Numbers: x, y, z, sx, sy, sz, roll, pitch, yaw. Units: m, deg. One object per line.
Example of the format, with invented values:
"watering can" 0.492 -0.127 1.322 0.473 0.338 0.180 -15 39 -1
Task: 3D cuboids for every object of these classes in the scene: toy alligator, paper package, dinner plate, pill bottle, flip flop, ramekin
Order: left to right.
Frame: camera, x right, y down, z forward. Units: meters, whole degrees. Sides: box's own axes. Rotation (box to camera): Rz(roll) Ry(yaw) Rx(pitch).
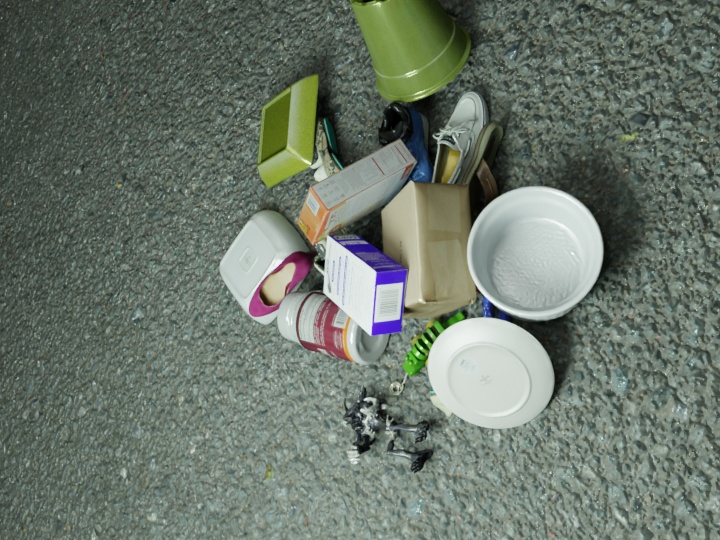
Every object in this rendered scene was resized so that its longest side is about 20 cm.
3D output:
"pill bottle" -0.053 0.100 1.395 0.198 0.114 0.116 10 84 39
"toy alligator" 0.104 0.145 1.299 0.200 0.054 0.059 -50 54 17
"paper package" 0.108 -0.028 1.256 0.191 0.102 0.203 142 127 -70
"flip flop" 0.215 -0.156 1.285 0.057 0.081 0.202 17 84 24
"dinner plate" 0.199 0.166 1.163 0.197 0.024 0.203 8 116 17
"ramekin" 0.267 -0.018 1.152 0.197 0.098 0.203 -4 74 13

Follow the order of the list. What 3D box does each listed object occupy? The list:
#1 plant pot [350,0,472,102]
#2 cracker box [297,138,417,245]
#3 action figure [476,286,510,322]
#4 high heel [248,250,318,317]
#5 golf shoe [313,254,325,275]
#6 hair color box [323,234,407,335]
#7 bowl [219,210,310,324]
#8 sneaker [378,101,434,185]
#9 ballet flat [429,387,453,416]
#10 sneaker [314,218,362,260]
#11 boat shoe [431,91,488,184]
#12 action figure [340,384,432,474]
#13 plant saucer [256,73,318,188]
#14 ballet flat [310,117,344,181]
"plant pot" 0.074 -0.442 1.347 0.198 0.190 0.202 -18 49 22
"cracker box" -0.008 -0.136 1.309 0.058 0.199 0.134 54 155 11
"action figure" 0.225 0.028 1.242 0.065 0.051 0.203 -2 75 41
"high heel" -0.167 0.030 1.449 0.068 0.096 0.200 47 113 8
"golf shoe" 0.000 0.000 1.391 0.198 0.097 0.079 0 77 37
"hair color box" 0.004 0.019 1.262 0.200 0.064 0.111 36 126 56
"bowl" -0.213 -0.016 1.576 0.200 0.074 0.200 -52 52 15
"sneaker" 0.083 -0.211 1.367 0.076 0.111 0.203 -18 68 38
"ballet flat" 0.204 0.182 1.215 0.199 0.069 0.070 -33 61 29
"sneaker" -0.044 -0.091 1.415 0.093 0.071 0.200 -26 19 13
"boat shoe" 0.164 -0.227 1.327 0.074 0.086 0.205 17 89 39
"action figure" 0.025 0.272 1.300 0.198 0.101 0.121 13 98 37
"plant saucer" -0.163 -0.297 1.583 0.199 0.047 0.203 -14 69 55
"ballet flat" -0.069 -0.223 1.517 0.075 0.068 0.202 -31 56 13
